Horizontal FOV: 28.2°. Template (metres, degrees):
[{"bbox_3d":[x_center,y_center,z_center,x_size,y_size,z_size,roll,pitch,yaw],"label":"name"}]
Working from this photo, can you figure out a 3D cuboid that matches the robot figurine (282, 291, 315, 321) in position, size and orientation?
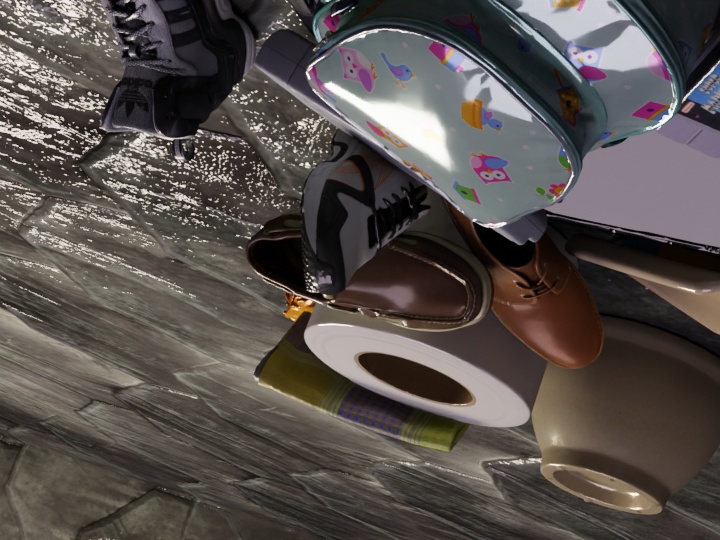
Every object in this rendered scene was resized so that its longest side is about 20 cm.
[{"bbox_3d":[-0.014,0.026,1.410,0.144,0.059,0.200,23,162,-5],"label":"robot figurine"}]

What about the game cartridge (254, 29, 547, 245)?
[{"bbox_3d":[0.026,-0.090,0.949,0.199,0.042,0.133,35,179,26],"label":"game cartridge"}]

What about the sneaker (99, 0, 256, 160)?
[{"bbox_3d":[-0.145,-0.154,0.958,0.075,0.115,0.200,9,158,32],"label":"sneaker"}]

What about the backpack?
[{"bbox_3d":[0.080,-0.126,0.732,0.175,0.154,0.200,39,147,-14],"label":"backpack"}]

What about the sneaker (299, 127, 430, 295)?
[{"bbox_3d":[0.007,-0.050,1.022,0.079,0.201,0.074,7,125,10],"label":"sneaker"}]

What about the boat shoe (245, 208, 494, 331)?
[{"bbox_3d":[0.000,0.006,1.065,0.201,0.076,0.075,13,-161,35],"label":"boat shoe"}]

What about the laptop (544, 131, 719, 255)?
[{"bbox_3d":[0.211,-0.069,0.973,0.176,0.104,0.200,14,-174,23],"label":"laptop"}]

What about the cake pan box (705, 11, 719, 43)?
[{"bbox_3d":[0.275,-0.101,0.751,0.199,0.053,0.184,27,163,-15],"label":"cake pan box"}]

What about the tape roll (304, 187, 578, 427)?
[{"bbox_3d":[0.068,0.029,1.200,0.201,0.140,0.203,18,161,7],"label":"tape roll"}]

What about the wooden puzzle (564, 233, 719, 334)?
[{"bbox_3d":[0.274,0.022,1.062,0.199,0.038,0.185,25,180,-27],"label":"wooden puzzle"}]

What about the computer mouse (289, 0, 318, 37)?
[{"bbox_3d":[-0.042,-0.182,0.898,0.199,0.034,0.058,34,159,-33],"label":"computer mouse"}]

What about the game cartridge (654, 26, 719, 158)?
[{"bbox_3d":[0.233,-0.090,0.700,0.128,0.039,0.200,18,162,-4],"label":"game cartridge"}]

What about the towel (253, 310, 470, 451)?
[{"bbox_3d":[0.011,0.100,1.322,0.198,0.023,0.144,21,-153,14],"label":"towel"}]

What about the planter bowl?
[{"bbox_3d":[0.243,0.145,1.340,0.198,0.136,0.200,18,161,7],"label":"planter bowl"}]

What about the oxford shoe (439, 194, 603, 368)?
[{"bbox_3d":[0.123,0.004,1.063,0.201,0.071,0.071,53,-175,-22],"label":"oxford shoe"}]
